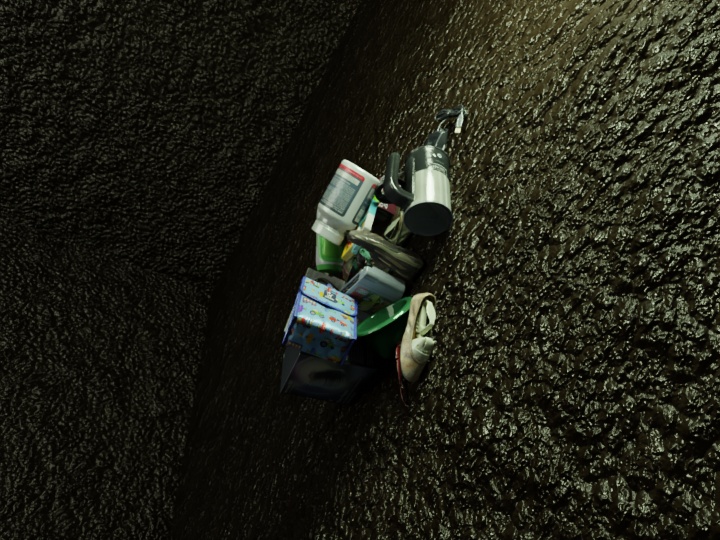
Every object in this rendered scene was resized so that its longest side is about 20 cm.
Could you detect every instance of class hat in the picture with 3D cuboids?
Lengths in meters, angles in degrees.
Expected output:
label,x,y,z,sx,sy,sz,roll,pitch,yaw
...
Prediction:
label,x,y,z,sx,sy,sz,roll,pitch,yaw
hat,0.085,0.188,1.293,0.199,0.178,0.165,-34,7,-34

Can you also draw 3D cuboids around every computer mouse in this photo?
label,x,y,z,sx,sy,sz,roll,pitch,yaw
computer mouse,0.217,-0.331,1.421,0.140,0.046,0.203,5,70,62

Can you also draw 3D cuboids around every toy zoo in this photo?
label,x,y,z,sx,sy,sz,roll,pitch,yaw
toy zoo,0.000,-0.111,1.457,0.132,0.020,0.202,-51,15,41

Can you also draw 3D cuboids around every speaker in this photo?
label,x,y,z,sx,sy,sz,roll,pitch,yaw
speaker,-0.089,-0.097,1.623,0.088,0.087,0.204,-17,71,62

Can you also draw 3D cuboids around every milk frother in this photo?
label,x,y,z,sx,sy,sz,roll,pitch,yaw
milk frother,0.126,-0.174,1.350,0.201,0.177,0.191,106,172,-53

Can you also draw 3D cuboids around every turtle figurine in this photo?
label,x,y,z,sx,sy,sz,roll,pitch,yaw
turtle figurine,0.000,0.000,1.492,0.202,0.099,0.151,108,162,-46

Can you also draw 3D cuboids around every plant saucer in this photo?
label,x,y,z,sx,sy,sz,roll,pitch,yaw
plant saucer,0.065,-0.159,1.626,0.200,0.032,0.202,-49,29,39

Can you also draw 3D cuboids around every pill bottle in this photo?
label,x,y,z,sx,sy,sz,roll,pitch,yaw
pill bottle,-0.044,-0.176,1.450,0.202,0.118,0.120,-59,23,5

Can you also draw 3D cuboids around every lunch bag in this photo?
label,x,y,z,sx,sy,sz,roll,pitch,yaw
lunch bag,-0.085,0.102,1.292,0.201,0.148,0.095,-83,17,-55

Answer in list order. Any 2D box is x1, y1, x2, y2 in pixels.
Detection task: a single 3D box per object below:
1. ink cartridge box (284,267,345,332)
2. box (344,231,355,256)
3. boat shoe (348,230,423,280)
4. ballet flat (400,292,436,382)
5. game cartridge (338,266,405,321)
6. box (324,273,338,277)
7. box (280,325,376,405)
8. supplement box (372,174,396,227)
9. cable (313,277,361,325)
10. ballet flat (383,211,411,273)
label,x,y,z,sx,sy,sz,roll,pitch,yaw
ink cartridge box,-0.111,0.113,1.601,0.044,0.171,0.203,-153,85,-78
box,-0.034,-0.061,1.679,0.200,0.059,0.119,-158,73,-70
boat shoe,0.054,-0.034,1.338,0.074,0.197,0.074,-66,-6,16
ballet flat,0.129,0.137,1.181,0.067,0.067,0.203,-25,50,49
game cartridge,0.021,0.067,1.395,0.200,0.131,0.041,-44,33,47
box,-0.098,0.065,1.708,0.110,0.034,0.204,143,126,-66
box,-0.083,0.229,1.371,0.201,0.195,0.125,119,160,-46
supplement box,0.038,-0.191,1.600,0.199,0.060,0.111,-23,50,59
cable,-0.050,0.080,1.525,0.097,0.200,0.050,-49,-7,16
ballet flat,0.081,-0.071,1.473,0.202,0.062,0.068,-62,24,18
